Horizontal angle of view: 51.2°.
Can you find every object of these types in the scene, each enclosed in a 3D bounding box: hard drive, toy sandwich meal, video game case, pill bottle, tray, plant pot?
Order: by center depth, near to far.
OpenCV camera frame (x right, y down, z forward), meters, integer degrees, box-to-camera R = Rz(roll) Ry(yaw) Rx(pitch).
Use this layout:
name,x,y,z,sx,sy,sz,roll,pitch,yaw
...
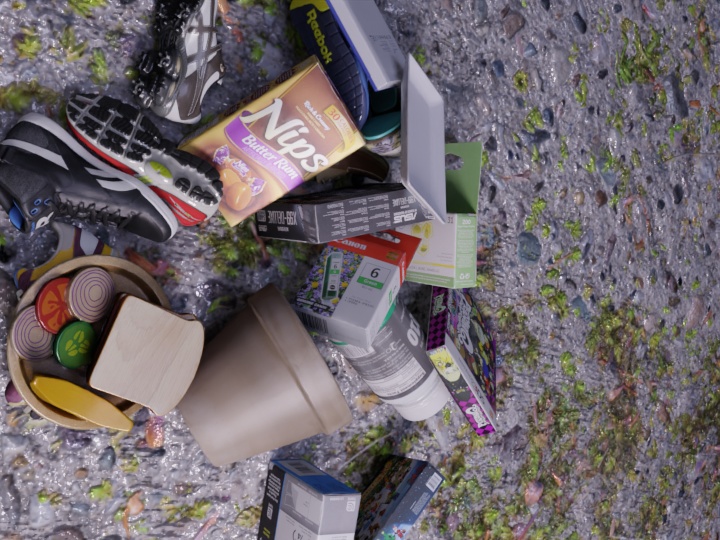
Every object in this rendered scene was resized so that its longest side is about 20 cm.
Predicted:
name,x,y,z,sx,sy,sz,roll,pitch,yaw
toy sandwich meal,-0.264,0.081,0.793,0.204,0.070,0.207,-3,94,-42
plant pot,-0.132,0.143,0.925,0.173,0.200,0.201,-30,113,-11
tray,0.076,-0.165,0.946,0.107,0.022,0.202,38,46,-49
hard drive,-0.003,-0.330,0.968,0.201,0.025,0.132,61,25,-5
pill bottle,0.044,0.118,1.078,0.113,0.113,0.200,-49,121,-20
video game case,0.157,0.115,1.136,0.182,0.036,0.201,58,25,-27

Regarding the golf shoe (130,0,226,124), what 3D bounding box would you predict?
name,x,y,z,sx,sy,sz,roll,pitch,yaw
golf shoe,-0.199,-0.271,0.893,0.094,0.077,0.202,28,80,-52

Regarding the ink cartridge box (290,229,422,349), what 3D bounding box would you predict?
name,x,y,z,sx,sy,sz,roll,pitch,yaw
ink cartridge box,0.000,0.000,1.001,0.051,0.108,0.201,84,28,-51

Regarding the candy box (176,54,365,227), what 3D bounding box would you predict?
name,x,y,z,sx,sy,sz,roll,pitch,yaw
candy box,-0.107,-0.156,0.912,0.199,0.057,0.117,-31,116,6

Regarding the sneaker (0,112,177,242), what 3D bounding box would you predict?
name,x,y,z,sx,sy,sz,roll,pitch,yaw
sneaker,-0.304,-0.066,0.804,0.199,0.073,0.112,36,53,-16

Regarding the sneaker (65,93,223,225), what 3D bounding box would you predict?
name,x,y,z,sx,sy,sz,roll,pitch,yaw
sneaker,-0.256,-0.117,0.860,0.199,0.085,0.077,38,45,-13

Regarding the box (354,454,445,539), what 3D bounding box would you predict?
name,x,y,z,sx,sy,sz,roll,pitch,yaw
box,0.023,0.358,1.074,0.038,0.136,0.200,44,69,-10

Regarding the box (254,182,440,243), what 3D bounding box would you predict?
name,x,y,z,sx,sy,sz,roll,pitch,yaw
box,-0.016,-0.080,0.985,0.199,0.157,0.050,-14,103,-34

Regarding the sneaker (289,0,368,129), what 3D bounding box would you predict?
name,x,y,z,sx,sy,sz,roll,pitch,yaw
sneaker,-0.025,-0.272,0.979,0.082,0.073,0.202,-1,74,-62

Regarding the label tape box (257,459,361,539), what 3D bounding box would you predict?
name,x,y,z,sx,sy,sz,roll,pitch,yaw
label tape box,-0.078,0.372,1.000,0.063,0.144,0.202,9,90,-36

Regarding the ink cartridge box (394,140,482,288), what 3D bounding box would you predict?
name,x,y,z,sx,sy,sz,roll,pitch,yaw
ink cartridge box,0.109,-0.082,1.081,0.048,0.145,0.202,-3,97,-33

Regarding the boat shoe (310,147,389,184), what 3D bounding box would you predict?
name,x,y,z,sx,sy,sz,roll,pitch,yaw
boat shoe,-0.055,-0.154,1.006,0.199,0.076,0.074,20,91,-29

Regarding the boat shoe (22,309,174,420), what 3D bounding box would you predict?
name,x,y,z,sx,sy,sz,roll,pitch,yaw
boat shoe,-0.283,0.120,0.862,0.199,0.072,0.063,-34,97,-33

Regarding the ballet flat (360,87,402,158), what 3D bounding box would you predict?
name,x,y,z,sx,sy,sz,roll,pitch,yaw
ballet flat,0.041,-0.191,1.013,0.072,0.072,0.201,57,20,-26

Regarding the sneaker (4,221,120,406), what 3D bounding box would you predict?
name,x,y,z,sx,sy,sz,roll,pitch,yaw
sneaker,-0.348,0.045,0.819,0.090,0.075,0.201,33,70,-25
